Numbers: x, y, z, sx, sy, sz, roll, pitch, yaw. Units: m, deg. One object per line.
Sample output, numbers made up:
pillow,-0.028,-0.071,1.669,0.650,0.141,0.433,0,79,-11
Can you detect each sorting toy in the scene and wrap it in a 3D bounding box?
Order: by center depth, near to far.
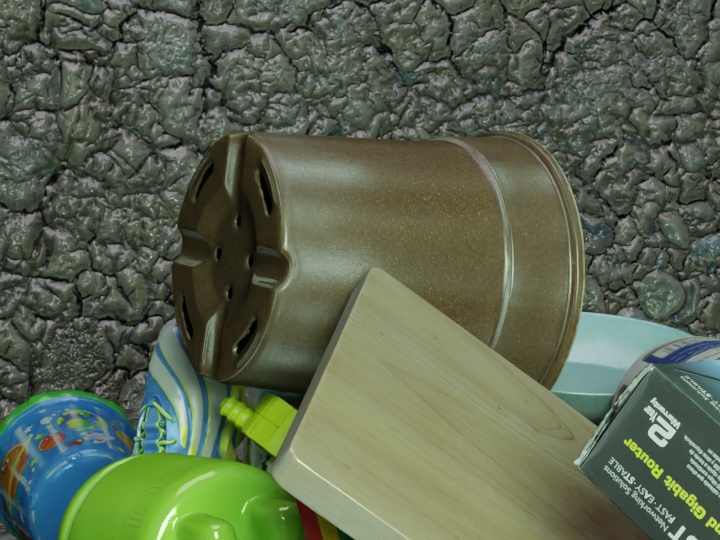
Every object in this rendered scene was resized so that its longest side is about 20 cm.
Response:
sorting toy,0.049,0.119,0.756,0.200,0.070,0.199,36,27,-6

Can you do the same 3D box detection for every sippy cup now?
sippy cup,-0.230,0.177,1.200,0.178,0.140,0.130,-27,18,-15

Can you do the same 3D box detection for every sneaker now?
sneaker,-0.126,0.137,1.005,0.076,0.201,0.105,5,18,16

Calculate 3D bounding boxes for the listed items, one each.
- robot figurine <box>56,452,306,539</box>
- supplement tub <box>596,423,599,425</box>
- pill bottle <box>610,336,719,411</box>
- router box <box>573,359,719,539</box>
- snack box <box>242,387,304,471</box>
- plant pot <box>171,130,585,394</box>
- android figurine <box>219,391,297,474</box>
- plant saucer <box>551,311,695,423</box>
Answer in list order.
robot figurine,-0.103,0.166,0.859,0.175,0.116,0.200,-12,4,-34
supplement tub,0.176,0.151,1.086,0.199,0.132,0.132,-2,-1,-15
pill bottle,0.219,0.099,0.852,0.111,0.111,0.200,-2,2,-4
router box,0.210,0.120,0.634,0.200,0.062,0.150,44,25,30
snack box,-0.063,0.124,1.053,0.037,0.201,0.116,4,-1,-7
plant pot,0.000,0.000,0.923,0.198,0.201,0.200,5,-5,-30
android figurine,-0.004,0.142,0.923,0.200,0.041,0.182,35,-9,14
plant saucer,0.152,0.072,1.049,0.200,0.039,0.201,2,14,-1
